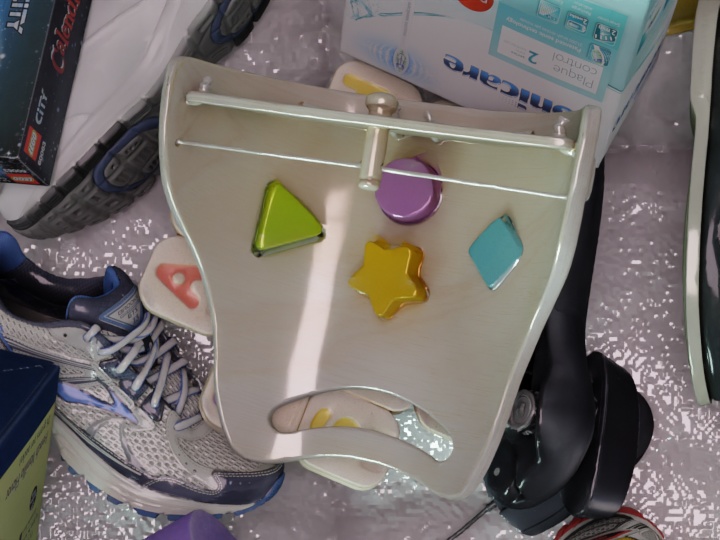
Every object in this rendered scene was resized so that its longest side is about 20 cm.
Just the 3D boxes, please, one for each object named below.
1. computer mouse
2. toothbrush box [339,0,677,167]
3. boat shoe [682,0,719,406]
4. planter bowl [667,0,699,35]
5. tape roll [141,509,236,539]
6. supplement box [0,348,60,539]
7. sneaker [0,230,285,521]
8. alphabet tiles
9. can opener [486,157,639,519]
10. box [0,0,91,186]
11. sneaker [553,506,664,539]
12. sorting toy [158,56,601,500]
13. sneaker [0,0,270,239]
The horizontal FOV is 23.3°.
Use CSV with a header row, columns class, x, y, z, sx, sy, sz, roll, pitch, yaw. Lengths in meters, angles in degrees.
class,x,y,z,sx,sy,sz,roll,pitch,yaw
computer mouse,0.060,0.121,0.870,0.199,0.034,0.059,-36,86,1
toothbrush box,0.078,-0.164,0.793,0.146,0.201,0.086,26,56,11
boat shoe,0.193,-0.034,0.852,0.066,0.075,0.201,2,78,14
planter bowl,0.140,-0.222,0.862,0.199,0.083,0.202,0,87,3
tape roll,-0.062,0.215,0.788,0.085,0.200,0.201,-29,85,0
supplement box,-0.262,0.135,0.805,0.198,0.134,0.201,14,112,5
sneaker,-0.122,0.049,0.850,0.199,0.077,0.086,28,119,4
alphabet tiles,0.000,0.000,0.859,0.194,0.015,0.201,24,74,-7
can opener,0.091,0.020,0.848,0.063,0.078,0.202,-15,65,40
box,-0.201,-0.145,0.865,0.135,0.038,0.202,5,73,16
sneaker,0.077,0.200,0.840,0.078,0.082,0.201,33,90,4
sorting toy,0.007,0.007,0.799,0.198,0.107,0.182,9,90,18
sneaker,-0.123,-0.106,0.887,0.087,0.075,0.201,32,82,17
